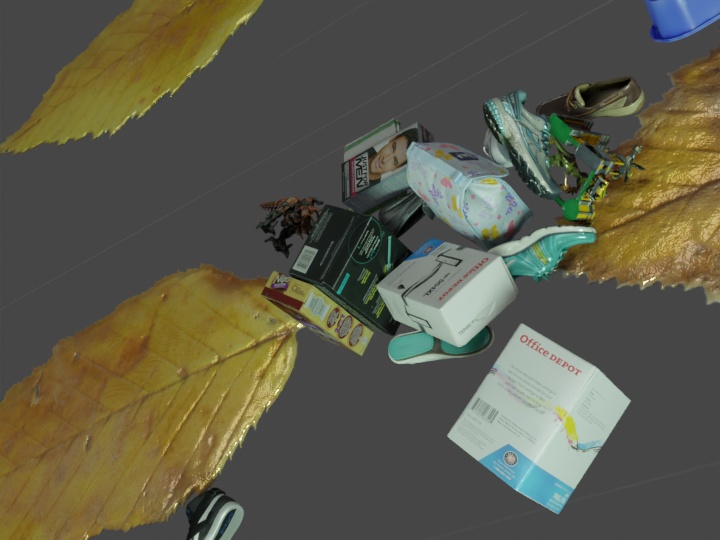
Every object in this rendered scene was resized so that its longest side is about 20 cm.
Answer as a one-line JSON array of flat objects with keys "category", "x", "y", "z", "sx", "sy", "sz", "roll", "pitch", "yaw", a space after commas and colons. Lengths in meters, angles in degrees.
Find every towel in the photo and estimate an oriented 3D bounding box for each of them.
[{"category": "towel", "x": 0.032, "y": -0.208, "z": 1.726, "sx": 0.148, "sy": 0.031, "sz": 0.202, "roll": -25, "pitch": 53, "yaw": 29}]

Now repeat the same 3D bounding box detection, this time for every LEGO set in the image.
[{"category": "LEGO set", "x": 0.377, "y": -0.171, "z": 1.385, "sx": 0.200, "sy": 0.115, "sz": 0.155, "roll": 48, "pitch": 127, "yaw": 49}]

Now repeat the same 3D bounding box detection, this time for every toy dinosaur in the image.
[{"category": "toy dinosaur", "x": -0.150, "y": -0.110, "z": 1.787, "sx": 0.136, "sy": 0.102, "sz": 0.199, "roll": -51, "pitch": 24, "yaw": -19}]

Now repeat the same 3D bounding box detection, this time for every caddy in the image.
[{"category": "caddy", "x": 0.573, "y": -0.463, "z": 1.380, "sx": 0.199, "sy": 0.105, "sz": 0.142, "roll": -29, "pitch": 27, "yaw": 23}]

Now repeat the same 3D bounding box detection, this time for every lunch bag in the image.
[{"category": "lunch bag", "x": 0.184, "y": -0.140, "z": 1.433, "sx": 0.128, "sy": 0.200, "sz": 0.169, "roll": -53, "pitch": 44, "yaw": 0}]

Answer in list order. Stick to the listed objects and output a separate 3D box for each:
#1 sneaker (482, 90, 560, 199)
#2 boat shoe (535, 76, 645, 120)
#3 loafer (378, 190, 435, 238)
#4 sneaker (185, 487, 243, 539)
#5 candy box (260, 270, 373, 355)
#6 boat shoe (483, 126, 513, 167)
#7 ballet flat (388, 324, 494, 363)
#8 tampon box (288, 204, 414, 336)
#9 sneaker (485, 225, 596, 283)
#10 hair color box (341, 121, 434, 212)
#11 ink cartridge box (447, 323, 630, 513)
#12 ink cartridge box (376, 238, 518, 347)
[{"category": "sneaker", "x": 0.284, "y": -0.213, "z": 1.355, "sx": 0.086, "sy": 0.078, "sz": 0.202, "roll": -29, "pitch": 78, "yaw": 1}, {"category": "boat shoe", "x": 0.394, "y": -0.302, "z": 1.449, "sx": 0.198, "sy": 0.072, "sz": 0.073, "roll": -2, "pitch": 63, "yaw": 38}, {"category": "loafer", "x": 0.128, "y": -0.130, "z": 1.575, "sx": 0.199, "sy": 0.068, "sz": 0.071, "roll": -33, "pitch": 69, "yaw": 14}, {"category": "sneaker", "x": -0.307, "y": 0.506, "z": 1.545, "sx": 0.111, "sy": 0.073, "sz": 0.201, "roll": 21, "pitch": 71, "yaw": 47}, {"category": "candy box", "x": -0.077, "y": 0.081, "z": 1.513, "sx": 0.116, "sy": 0.200, "sz": 0.057, "roll": 19, "pitch": 76, "yaw": 44}, {"category": "boat shoe", "x": 0.257, "y": -0.227, "z": 1.487, "sx": 0.065, "sy": 0.074, "sz": 0.200, "roll": -39, "pitch": 9, "yaw": 33}, {"category": "ballet flat", "x": 0.143, "y": 0.124, "z": 1.404, "sx": 0.198, "sy": 0.069, "sz": 0.070, "roll": -13, "pitch": 57, "yaw": 28}, {"category": "tampon box", "x": 0.000, "y": 0.000, "z": 1.499, "sx": 0.125, "sy": 0.200, "sz": 0.151, "roll": 18, "pitch": 75, "yaw": 44}, {"category": "sneaker", "x": 0.304, "y": -0.022, "z": 1.370, "sx": 0.199, "sy": 0.077, "sz": 0.081, "roll": -24, "pitch": 71, "yaw": 32}, {"category": "hair color box", "x": 0.054, "y": -0.201, "z": 1.633, "sx": 0.199, "sy": 0.060, "sz": 0.100, "roll": -24, "pitch": 53, "yaw": 33}, {"category": "ink cartridge box", "x": 0.261, "y": 0.214, "z": 1.195, "sx": 0.146, "sy": 0.146, "sz": 0.201, "roll": 32, "pitch": 87, "yaw": 46}, {"category": "ink cartridge box", "x": 0.144, "y": 0.032, "z": 1.385, "sx": 0.146, "sy": 0.085, "sz": 0.199, "roll": -40, "pitch": 26, "yaw": -19}]
